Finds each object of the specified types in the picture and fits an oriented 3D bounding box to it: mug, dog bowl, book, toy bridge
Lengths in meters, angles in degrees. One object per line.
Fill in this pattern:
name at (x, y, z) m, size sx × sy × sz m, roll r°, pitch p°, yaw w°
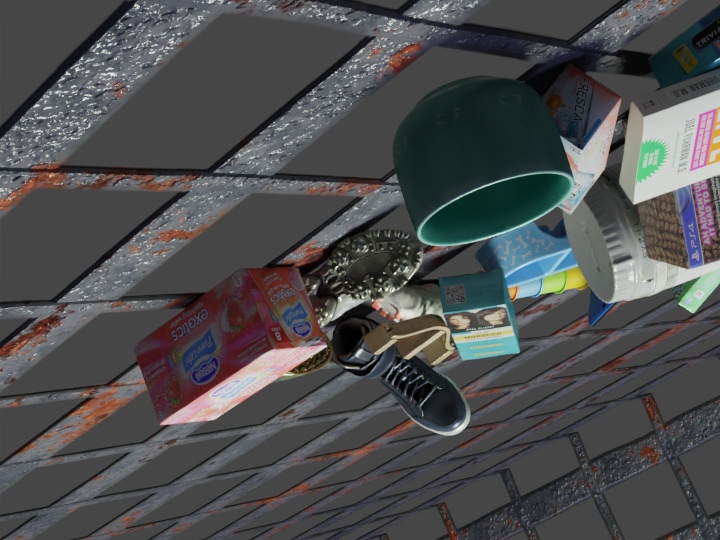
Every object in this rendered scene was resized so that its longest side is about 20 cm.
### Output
mug at (0.103, -0.100, 1.313) m, size 0.151 × 0.115 × 0.185 m, roll -13°, pitch 163°, yaw -15°
dog bowl at (0.246, -0.031, 1.846) m, size 0.199 × 0.050 × 0.112 m, roll -18°, pitch 163°, yaw -19°
book at (0.357, -0.152, 1.427) m, size 0.199 × 0.048 × 0.134 m, roll -21°, pitch 147°, yaw -9°
toy bridge at (0.076, 0.083, 1.791) m, size 0.067 × 0.027 × 0.200 m, roll -38°, pitch 158°, yaw 17°

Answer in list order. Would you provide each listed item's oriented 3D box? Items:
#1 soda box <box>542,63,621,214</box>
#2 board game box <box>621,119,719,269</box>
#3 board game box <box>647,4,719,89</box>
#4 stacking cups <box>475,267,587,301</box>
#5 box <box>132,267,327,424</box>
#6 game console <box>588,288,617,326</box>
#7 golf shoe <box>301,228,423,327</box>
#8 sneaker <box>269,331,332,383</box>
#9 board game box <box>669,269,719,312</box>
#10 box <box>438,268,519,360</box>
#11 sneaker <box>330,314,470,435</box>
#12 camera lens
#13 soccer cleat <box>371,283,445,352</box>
soda box at (0.208, -0.127, 1.430) m, size 0.069 × 0.063 × 0.200 m, roll -52°, pitch 166°, yaw -9°
board game box at (0.406, -0.108, 1.562) m, size 0.199 × 0.161 × 0.097 m, roll -15°, pitch -168°, yaw -14°
board game box at (0.402, -0.240, 1.398) m, size 0.150 × 0.047 × 0.200 m, roll -6°, pitch 157°, yaw -45°
stacking cups at (0.214, 0.010, 1.938) m, size 0.199 × 0.061 × 0.061 m, roll -8°, pitch 159°, yaw -25°
box at (-0.147, 0.085, 1.599) m, size 0.200 × 0.103 × 0.094 m, roll -33°, pitch 161°, yaw 35°
game console at (0.384, -0.030, 1.909) m, size 0.170 × 0.119 × 0.200 m, roll -17°, pitch 163°, yaw -17°
golf shoe at (0.000, 0.000, 1.617) m, size 0.199 × 0.079 × 0.097 m, roll -27°, pitch -179°, yaw 35°
sneaker at (-0.136, 0.114, 1.786) m, size 0.199 × 0.068 × 0.090 m, roll -10°, pitch 170°, yaw -42°
board game box at (0.457, -0.057, 1.816) m, size 0.029 × 0.135 × 0.200 m, roll 31°, pitch 110°, yaw -18°
box at (0.156, 0.059, 1.852) m, size 0.082 × 0.049 × 0.200 m, roll -8°, pitch 158°, yaw 9°
sneaker at (0.045, 0.134, 1.855) m, size 0.077 × 0.202 × 0.146 m, roll -51°, pitch 155°, yaw 6°
camera lens at (0.358, -0.063, 1.696) m, size 0.199 × 0.161 × 0.160 m, roll -20°, pitch 164°, yaw -8°
soccer cleat at (0.068, 0.042, 1.835) m, size 0.078 × 0.069 × 0.200 m, roll -51°, pitch 157°, yaw -5°
